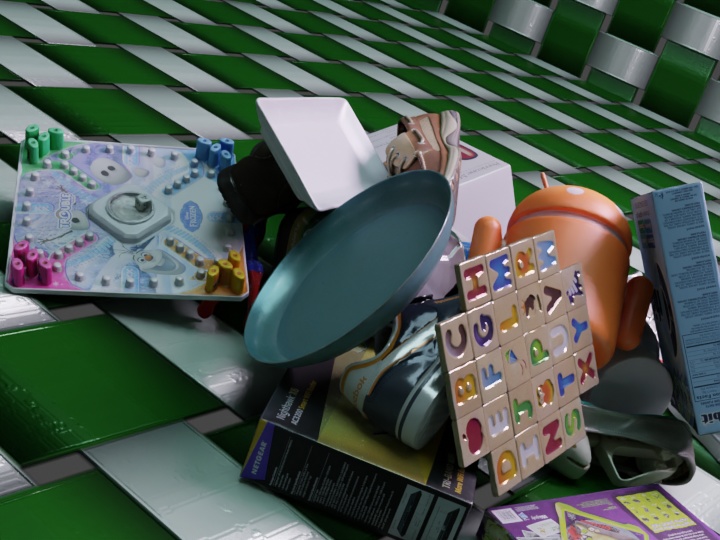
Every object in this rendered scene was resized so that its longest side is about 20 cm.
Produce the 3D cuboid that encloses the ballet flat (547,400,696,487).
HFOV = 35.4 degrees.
[{"bbox_3d":[0.197,0.147,0.947,0.199,0.067,0.064,10,53,-19],"label":"ballet flat"}]

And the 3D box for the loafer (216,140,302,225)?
[{"bbox_3d":[-0.065,-0.092,1.051,0.073,0.071,0.200,59,20,-10],"label":"loafer"}]

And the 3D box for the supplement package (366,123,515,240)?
[{"bbox_3d":[0.070,-0.076,1.224,0.113,0.110,0.200,-22,30,-20],"label":"supplement package"}]

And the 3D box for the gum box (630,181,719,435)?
[{"bbox_3d":[0.283,0.028,0.982,0.044,0.201,0.170,-10,0,8],"label":"gum box"}]

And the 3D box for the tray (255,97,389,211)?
[{"bbox_3d":[-0.031,-0.104,1.010,0.108,0.022,0.200,60,22,4],"label":"tray"}]

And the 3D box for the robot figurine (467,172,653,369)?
[{"bbox_3d":[0.171,0.010,0.978,0.143,0.201,0.117,2,-32,27],"label":"robot figurine"}]

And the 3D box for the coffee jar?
[{"bbox_3d":[0.000,0.000,0.999,0.085,0.105,0.200,5,6,-36],"label":"coffee jar"}]

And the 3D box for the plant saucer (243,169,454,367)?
[{"bbox_3d":[-0.005,0.002,0.860,0.027,0.200,0.200,48,10,-23],"label":"plant saucer"}]

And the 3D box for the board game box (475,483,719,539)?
[{"bbox_3d":[0.194,0.210,0.828,0.199,0.032,0.120,2,23,-38],"label":"board game box"}]

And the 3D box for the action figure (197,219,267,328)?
[{"bbox_3d":[-0.125,-0.015,1.062,0.065,0.099,0.201,17,43,-16],"label":"action figure"}]

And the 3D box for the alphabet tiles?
[{"bbox_3d":[0.121,0.063,0.827,0.006,0.168,0.199,-3,10,40],"label":"alphabet tiles"}]

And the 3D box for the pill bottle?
[{"bbox_3d":[0.218,0.069,1.082,0.110,0.112,0.200,13,22,-19],"label":"pill bottle"}]

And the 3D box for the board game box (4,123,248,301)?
[{"bbox_3d":[-0.202,-0.056,0.992,0.199,0.026,0.201,3,44,-14],"label":"board game box"}]

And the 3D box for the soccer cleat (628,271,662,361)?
[{"bbox_3d":[0.293,0.049,1.213,0.200,0.085,0.069,41,26,18],"label":"soccer cleat"}]

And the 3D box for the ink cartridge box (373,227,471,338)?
[{"bbox_3d":[0.032,-0.005,1.086,0.067,0.117,0.200,2,28,-39],"label":"ink cartridge box"}]

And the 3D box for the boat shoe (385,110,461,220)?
[{"bbox_3d":[0.058,-0.094,1.072,0.071,0.076,0.200,5,27,2],"label":"boat shoe"}]

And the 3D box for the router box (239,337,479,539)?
[{"bbox_3d":[0.012,0.118,0.854,0.156,0.053,0.200,21,21,2],"label":"router box"}]

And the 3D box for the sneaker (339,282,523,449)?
[{"bbox_3d":[0.062,0.049,0.840,0.079,0.079,0.200,27,38,23],"label":"sneaker"}]

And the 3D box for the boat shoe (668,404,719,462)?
[{"bbox_3d":[0.377,0.152,1.082,0.072,0.069,0.200,10,23,-25],"label":"boat shoe"}]
